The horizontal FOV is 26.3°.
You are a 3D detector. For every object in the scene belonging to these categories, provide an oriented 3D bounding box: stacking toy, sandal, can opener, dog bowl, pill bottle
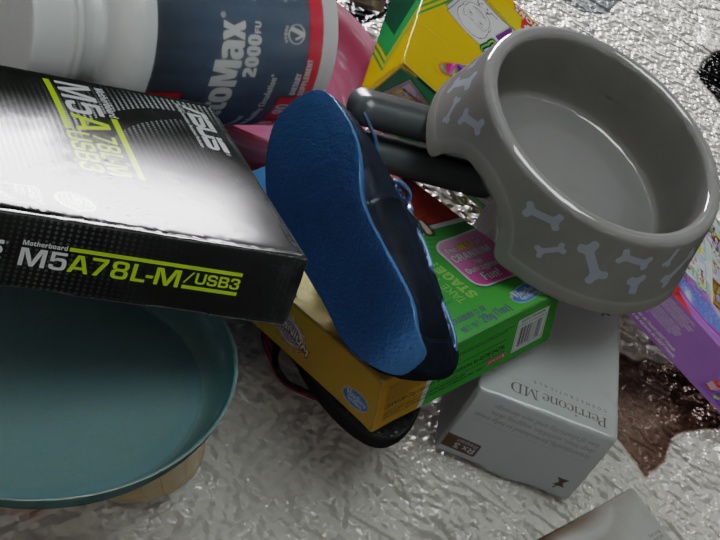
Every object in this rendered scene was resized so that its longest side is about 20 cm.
[{"bbox_3d":[-0.132,0.034,0.896,0.085,0.086,0.201,15,38,-18],"label":"stacking toy"},{"bbox_3d":[-0.030,0.046,0.968,0.075,0.045,0.200,-8,41,-37],"label":"sandal"},{"bbox_3d":[0.072,-0.078,1.024,0.199,0.053,0.066,10,22,-29],"label":"can opener"},{"bbox_3d":[0.141,-0.071,0.975,0.199,0.059,0.201,19,46,-21],"label":"dog bowl"},{"bbox_3d":[-0.125,-0.150,0.951,0.199,0.120,0.120,-3,53,-34],"label":"pill bottle"}]

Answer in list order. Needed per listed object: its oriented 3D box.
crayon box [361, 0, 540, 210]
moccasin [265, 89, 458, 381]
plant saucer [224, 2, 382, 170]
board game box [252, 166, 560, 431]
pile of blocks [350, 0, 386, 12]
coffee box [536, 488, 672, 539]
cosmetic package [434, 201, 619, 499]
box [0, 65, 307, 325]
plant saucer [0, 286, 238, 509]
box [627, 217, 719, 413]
[{"bbox_3d":[0.102,-0.127,1.148,0.200,0.058,0.173,38,39,-20],"label":"crayon box"},{"bbox_3d":[-0.002,-0.014,0.886,0.068,0.080,0.201,29,35,-48],"label":"moccasin"},{"bbox_3d":[-0.075,-0.141,1.100,0.199,0.051,0.201,17,45,-18],"label":"plant saucer"},{"bbox_3d":[0.000,0.000,0.956,0.152,0.041,0.200,-24,49,-36],"label":"board game box"},{"bbox_3d":[-0.048,-0.244,1.195,0.199,0.063,0.082,18,2,-12],"label":"pile of blocks"},{"bbox_3d":[0.106,0.218,0.858,0.199,0.080,0.115,-17,62,-40],"label":"coffee box"},{"bbox_3d":[0.116,0.042,1.032,0.101,0.074,0.201,21,42,-11],"label":"cosmetic package"},{"bbox_3d":[-0.146,-0.048,0.805,0.192,0.048,0.200,7,25,-24],"label":"box"},{"bbox_3d":[-0.162,0.052,0.782,0.199,0.028,0.201,6,37,-4],"label":"plant saucer"},{"bbox_3d":[0.238,0.012,1.097,0.200,0.039,0.137,44,36,-28],"label":"box"}]
